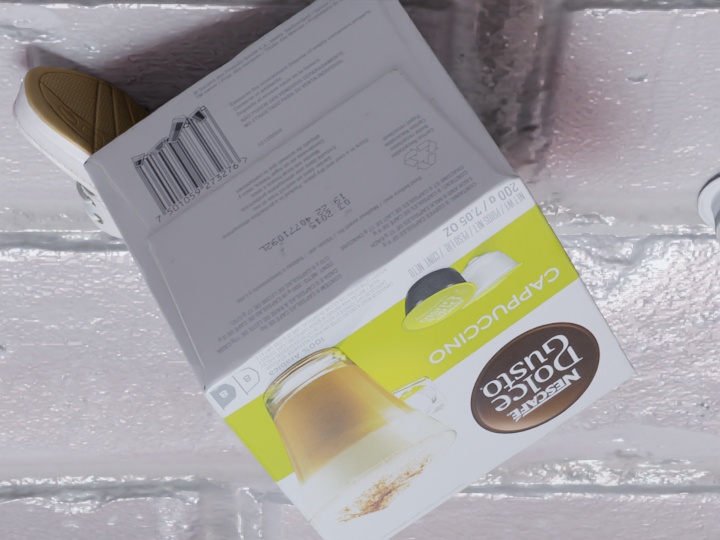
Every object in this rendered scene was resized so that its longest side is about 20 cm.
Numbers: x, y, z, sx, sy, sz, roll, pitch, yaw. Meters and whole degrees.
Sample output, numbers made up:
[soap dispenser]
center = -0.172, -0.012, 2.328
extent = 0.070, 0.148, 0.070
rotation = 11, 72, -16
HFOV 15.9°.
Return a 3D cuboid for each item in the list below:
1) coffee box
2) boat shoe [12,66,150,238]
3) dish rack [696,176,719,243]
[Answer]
[coffee box]
center = 0.000, 0.000, 1.431
extent = 0.200, 0.200, 0.198
rotation = -34, 137, 1
[boat shoe]
center = -0.136, -0.049, 1.512
extent = 0.069, 0.071, 0.200
rotation = -32, 134, 30
[dish rack]
center = 0.326, -0.035, 1.575
extent = 0.200, 0.044, 0.172
rotation = -30, 135, 32
